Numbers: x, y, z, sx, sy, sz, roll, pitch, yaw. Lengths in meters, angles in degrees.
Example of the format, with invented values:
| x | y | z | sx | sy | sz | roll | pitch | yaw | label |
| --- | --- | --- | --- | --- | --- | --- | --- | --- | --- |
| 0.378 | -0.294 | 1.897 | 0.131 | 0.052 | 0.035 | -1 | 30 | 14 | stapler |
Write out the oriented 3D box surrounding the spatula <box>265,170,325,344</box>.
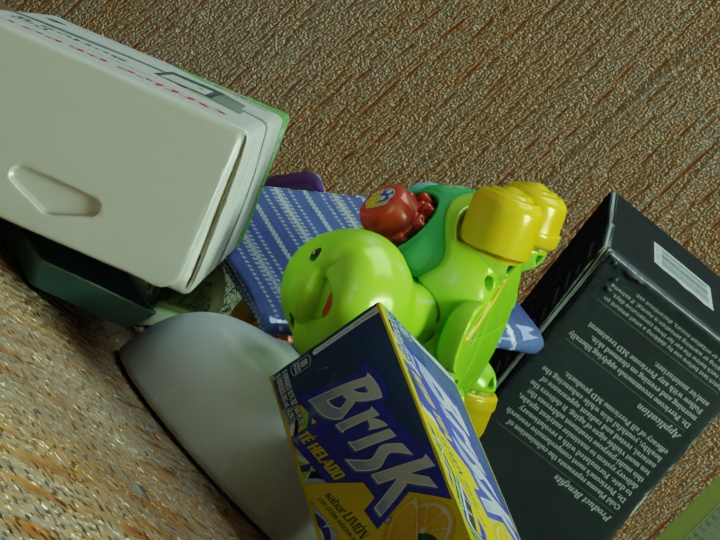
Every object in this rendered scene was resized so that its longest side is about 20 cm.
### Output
| x | y | z | sx | sy | sz | roll | pitch | yaw | label |
| --- | --- | --- | --- | --- | --- | --- | --- | --- | --- |
| -0.035 | 0.039 | 1.129 | 0.056 | 0.201 | 0.021 | -5 | 0 | 35 | spatula |

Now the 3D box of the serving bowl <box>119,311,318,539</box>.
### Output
| x | y | z | sx | sy | sz | roll | pitch | yaw | label |
| --- | --- | --- | --- | --- | --- | --- | --- | --- | --- |
| -0.030 | 0.089 | 0.910 | 0.200 | 0.066 | 0.200 | 46 | 0 | 0 | serving bowl |

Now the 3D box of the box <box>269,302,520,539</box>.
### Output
| x | y | z | sx | sy | sz | roll | pitch | yaw | label |
| --- | --- | --- | --- | --- | --- | --- | --- | --- | --- |
| 0.025 | 0.109 | 0.740 | 0.070 | 0.064 | 0.200 | 46 | 15 | -40 | box |

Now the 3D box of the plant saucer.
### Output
| x | y | z | sx | sy | sz | roll | pitch | yaw | label |
| --- | --- | --- | --- | --- | --- | --- | --- | --- | --- |
| -0.166 | -0.025 | 0.929 | 0.070 | 0.019 | 0.200 | 27 | 9 | -32 | plant saucer |

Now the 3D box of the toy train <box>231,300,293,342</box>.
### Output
| x | y | z | sx | sy | sz | roll | pitch | yaw | label |
| --- | --- | --- | --- | --- | --- | --- | --- | --- | --- |
| -0.097 | 0.034 | 1.222 | 0.200 | 0.056 | 0.150 | 42 | 0 | 18 | toy train |

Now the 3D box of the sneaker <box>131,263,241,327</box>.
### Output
| x | y | z | sx | sy | sz | roll | pitch | yaw | label |
| --- | --- | --- | --- | --- | --- | --- | --- | --- | --- |
| -0.114 | -0.013 | 1.071 | 0.077 | 0.089 | 0.200 | 45 | 0 | 20 | sneaker |

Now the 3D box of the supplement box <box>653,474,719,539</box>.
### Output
| x | y | z | sx | sy | sz | roll | pitch | yaw | label |
| --- | --- | --- | --- | --- | --- | --- | --- | --- | --- |
| 0.183 | 0.208 | 0.790 | 0.134 | 0.200 | 0.200 | 45 | 0 | -11 | supplement box |

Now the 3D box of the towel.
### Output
| x | y | z | sx | sy | sz | roll | pitch | yaw | label |
| --- | --- | --- | --- | --- | --- | --- | --- | --- | --- |
| 0.000 | 0.000 | 1.052 | 0.199 | 0.024 | 0.145 | 5 | 33 | -34 | towel |

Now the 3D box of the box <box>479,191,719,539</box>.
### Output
| x | y | z | sx | sy | sz | roll | pitch | yaw | label |
| --- | --- | --- | --- | --- | --- | --- | --- | --- | --- |
| 0.147 | 0.075 | 1.171 | 0.124 | 0.197 | 0.200 | 39 | 16 | -1 | box |

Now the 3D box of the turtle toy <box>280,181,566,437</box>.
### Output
| x | y | z | sx | sy | sz | roll | pitch | yaw | label |
| --- | --- | --- | --- | --- | --- | --- | --- | --- | --- |
| 0.026 | 0.014 | 0.902 | 0.101 | 0.146 | 0.200 | 22 | 9 | 14 | turtle toy |

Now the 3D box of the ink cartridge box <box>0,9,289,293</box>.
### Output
| x | y | z | sx | sy | sz | roll | pitch | yaw | label |
| --- | --- | --- | --- | --- | --- | --- | --- | --- | --- |
| -0.123 | -0.064 | 0.889 | 0.145 | 0.084 | 0.200 | 23 | 7 | -1 | ink cartridge box |
